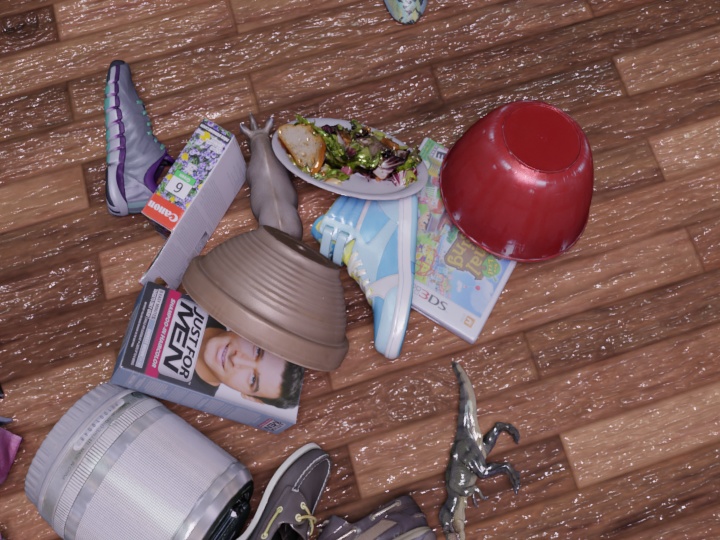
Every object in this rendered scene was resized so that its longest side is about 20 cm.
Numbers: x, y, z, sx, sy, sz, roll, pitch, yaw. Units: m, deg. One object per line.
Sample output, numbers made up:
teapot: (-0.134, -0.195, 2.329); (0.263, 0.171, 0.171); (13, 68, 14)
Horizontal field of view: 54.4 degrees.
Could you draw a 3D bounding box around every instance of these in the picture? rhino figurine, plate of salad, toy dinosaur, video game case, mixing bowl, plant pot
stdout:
rhino figurine: (-0.112, -0.109, 0.865); (0.058, 0.088, 0.205); (-14, 71, -5)
plate of salad: (-0.009, -0.147, 0.844); (0.194, 0.049, 0.202); (11, 34, -7)
toy dinosaur: (0.137, 0.207, 0.796); (0.085, 0.048, 0.206); (5, 71, 9)
video game case: (0.110, -0.042, 0.878); (0.179, 0.022, 0.203); (30, 76, 8)
mixing bowl: (0.200, -0.127, 0.837); (0.194, 0.109, 0.205); (3, 62, -6)
plant pot: (-0.086, 0.015, 0.762); (0.198, 0.201, 0.094); (31, 96, 9)

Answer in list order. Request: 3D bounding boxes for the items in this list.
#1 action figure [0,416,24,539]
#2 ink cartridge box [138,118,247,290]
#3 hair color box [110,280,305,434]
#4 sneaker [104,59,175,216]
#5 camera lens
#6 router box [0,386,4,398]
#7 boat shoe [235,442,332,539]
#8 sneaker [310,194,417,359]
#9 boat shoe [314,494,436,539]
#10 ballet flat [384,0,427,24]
action figure: (-0.426, 0.252, 0.736); (0.130, 0.150, 0.206); (1, 67, -3)
ink cartridge box: (-0.212, -0.068, 0.843); (0.049, 0.109, 0.203); (28, 76, 9)
hair color box: (-0.159, 0.099, 0.768); (0.196, 0.060, 0.101); (23, 58, -22)
sneaker: (-0.284, -0.169, 0.904); (0.085, 0.074, 0.207); (-1, 81, -17)
camera lens: (-0.221, 0.233, 0.729); (0.197, 0.160, 0.162); (32, 76, 9)
router box: (-0.531, 0.092, 0.824); (0.147, 0.062, 0.203); (-27, 75, -8)
boat shoe: (-0.081, 0.275, 0.736); (0.059, 0.073, 0.202); (8, 47, 36)
sneaker: (0.000, 0.000, 0.819); (0.126, 0.080, 0.205); (5, 65, 1)
boat shoe: (-0.014, 0.308, 0.762); (0.195, 0.075, 0.074); (-22, 49, -1)
ballet flat: (0.060, -0.446, 0.972); (0.072, 0.074, 0.206); (-3, 74, 0)
